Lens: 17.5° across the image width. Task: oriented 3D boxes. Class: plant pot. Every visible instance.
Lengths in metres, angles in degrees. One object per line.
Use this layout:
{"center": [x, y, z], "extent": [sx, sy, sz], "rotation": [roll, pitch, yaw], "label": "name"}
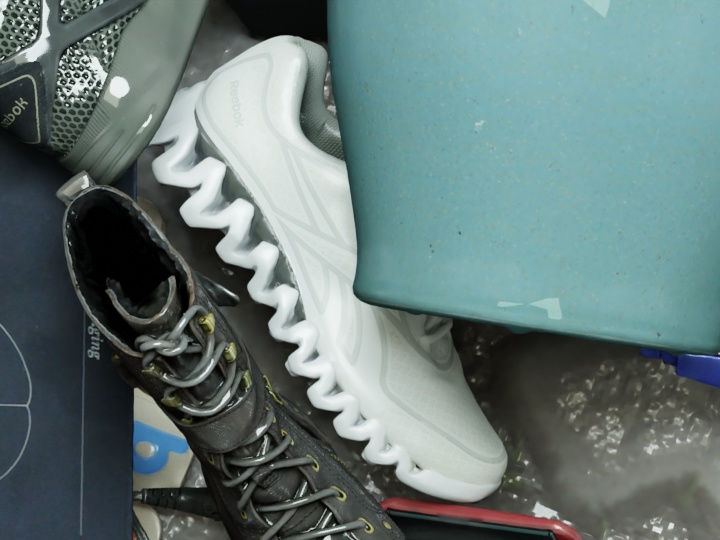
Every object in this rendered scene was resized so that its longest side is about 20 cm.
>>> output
{"center": [0.077, -0.070, 0.830], "extent": [0.199, 0.200, 0.189], "rotation": [8, 90, 6], "label": "plant pot"}

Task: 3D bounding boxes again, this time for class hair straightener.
{"center": [-0.013, 0.120, 0.914], "extent": [0.199, 0.041, 0.077], "rotation": [10, 58, 27], "label": "hair straightener"}

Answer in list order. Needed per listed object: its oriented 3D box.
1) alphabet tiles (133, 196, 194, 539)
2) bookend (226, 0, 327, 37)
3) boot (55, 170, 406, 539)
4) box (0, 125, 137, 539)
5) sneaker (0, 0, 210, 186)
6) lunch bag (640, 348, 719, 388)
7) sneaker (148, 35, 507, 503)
{"center": [-0.161, 0.050, 0.997], "extent": [0.195, 0.015, 0.201], "rotation": [19, 79, 9], "label": "alphabet tiles"}
{"center": [0.028, -0.103, 0.980], "extent": [0.197, 0.092, 0.201], "rotation": [1, 81, 9], "label": "bookend"}
{"center": [-0.038, 0.069, 0.827], "extent": [0.069, 0.174, 0.200], "rotation": [-36, 46, -6], "label": "boot"}
{"center": [-0.195, 0.022, 0.899], "extent": [0.196, 0.124, 0.201], "rotation": [6, 75, -23], "label": "box"}
{"center": [-0.106, -0.138, 0.884], "extent": [0.114, 0.076, 0.200], "rotation": [30, 59, -18], "label": "sneaker"}
{"center": [0.215, -0.029, 0.933], "extent": [0.169, 0.124, 0.201], "rotation": [17, 69, 9], "label": "lunch bag"}
{"center": [0.000, 0.000, 0.905], "extent": [0.081, 0.075, 0.200], "rotation": [-36, 89, 15], "label": "sneaker"}
